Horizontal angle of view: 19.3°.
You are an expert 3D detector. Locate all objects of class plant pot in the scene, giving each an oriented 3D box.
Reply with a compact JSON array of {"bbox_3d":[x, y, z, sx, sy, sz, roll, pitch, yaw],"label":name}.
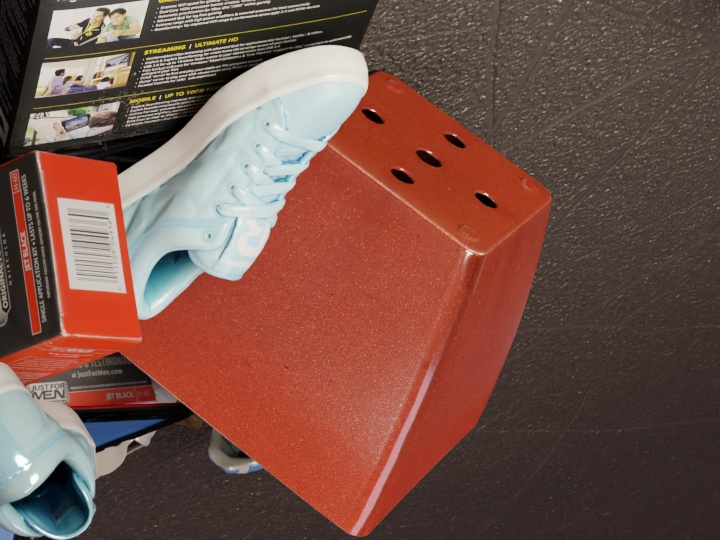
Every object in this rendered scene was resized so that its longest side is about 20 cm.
[{"bbox_3d":[0.000,0.000,1.263,0.177,0.199,0.200,-59,169,28],"label":"plant pot"}]

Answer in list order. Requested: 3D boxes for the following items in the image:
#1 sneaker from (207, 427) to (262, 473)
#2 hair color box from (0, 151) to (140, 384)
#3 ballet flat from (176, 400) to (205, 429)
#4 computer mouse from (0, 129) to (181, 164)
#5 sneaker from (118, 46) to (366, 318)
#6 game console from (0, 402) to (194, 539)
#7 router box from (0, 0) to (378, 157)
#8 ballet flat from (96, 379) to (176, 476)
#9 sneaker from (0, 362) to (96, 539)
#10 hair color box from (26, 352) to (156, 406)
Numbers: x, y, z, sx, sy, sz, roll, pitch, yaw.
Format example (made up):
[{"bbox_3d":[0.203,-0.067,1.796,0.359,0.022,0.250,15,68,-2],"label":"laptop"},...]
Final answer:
[{"bbox_3d":[-0.048,0.068,1.496,0.201,0.072,0.072,-61,169,31],"label":"sneaker"},{"bbox_3d":[-0.214,0.015,1.153,0.199,0.103,0.061,-21,163,37],"label":"hair color box"},{"bbox_3d":[-0.131,0.053,1.459,0.072,0.068,0.200,1,155,-8],"label":"ballet flat"},{"bbox_3d":[-0.188,-0.015,1.267,0.139,0.046,0.200,-7,150,-37],"label":"computer mouse"},{"bbox_3d":[-0.063,-0.041,1.139,0.199,0.083,0.074,-36,156,33],"label":"sneaker"},{"bbox_3d":[-0.211,0.151,1.250,0.199,0.118,0.174,4,99,-56],"label":"game console"},{"bbox_3d":[-0.089,-0.135,1.111,0.198,0.051,0.150,-11,153,-24],"label":"router box"},{"bbox_3d":[-0.192,0.120,1.472,0.069,0.070,0.200,-7,163,-35],"label":"ballet flat"},{"bbox_3d":[-0.172,0.115,1.118,0.074,0.082,0.200,-36,163,-1],"label":"sneaker"},{"bbox_3d":[-0.231,0.098,1.396,0.101,0.062,0.200,-3,158,-39],"label":"hair color box"}]
